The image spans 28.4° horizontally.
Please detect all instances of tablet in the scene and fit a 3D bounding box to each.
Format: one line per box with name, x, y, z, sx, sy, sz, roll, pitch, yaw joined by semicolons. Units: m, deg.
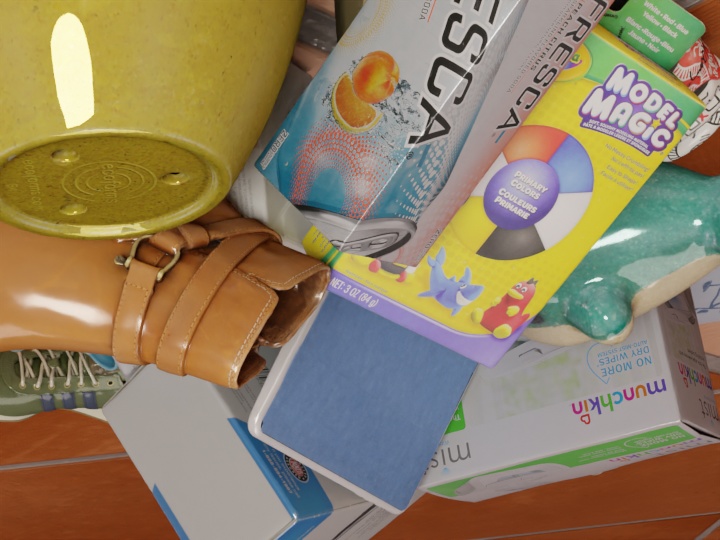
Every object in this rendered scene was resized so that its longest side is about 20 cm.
tablet;0.009;0.071;0.889;0.014;0.130;0.200;21;169;35

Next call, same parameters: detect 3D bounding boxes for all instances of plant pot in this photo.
plant pot;-0.110;-0.096;0.591;0.200;0.142;0.200;-6;159;-2

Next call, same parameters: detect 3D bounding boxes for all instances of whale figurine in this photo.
whale figurine;0.154;-0.032;0.851;0.200;0.159;0.104;-10;135;38

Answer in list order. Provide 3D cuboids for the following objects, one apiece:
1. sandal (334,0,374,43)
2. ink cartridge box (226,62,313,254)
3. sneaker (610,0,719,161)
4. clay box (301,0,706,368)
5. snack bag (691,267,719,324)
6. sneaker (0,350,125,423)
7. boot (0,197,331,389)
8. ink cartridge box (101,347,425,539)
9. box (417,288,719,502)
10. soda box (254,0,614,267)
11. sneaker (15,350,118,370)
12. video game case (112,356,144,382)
sandal;0.023;-0.131;0.640;0.069;0.078;0.212;-8;152;-2
ink cartridge box;-0.119;-0.035;0.778;0.200;0.116;0.067;-18;157;27
sneaker;0.111;-0.079;0.809;0.201;0.067;0.108;-26;150;33
clay box;0.075;-0.056;0.690;0.115;0.048;0.200;26;113;-28
snack bag;0.263;0.011;1.148;0.200;0.021;0.189;-10;158;5
sneaker;-0.220;0.074;1.104;0.200;0.067;0.090;12;144;-41
boot;-0.119;0.017;0.628;0.155;0.200;0.074;29;142;15
ink cartridge box;-0.057;0.120;0.970;0.084;0.145;0.200;-44;160;20
box;0.133;0.056;1.009;0.200;0.177;0.097;-18;157;27
soda box;0.045;-0.099;0.599;0.200;0.064;0.068;-55;150;15
sneaker;-0.156;0.032;0.982;0.200;0.082;0.074;1;158;-26
video game case;-0.080;0.036;0.991;0.182;0.024;0.200;-33;162;-12
